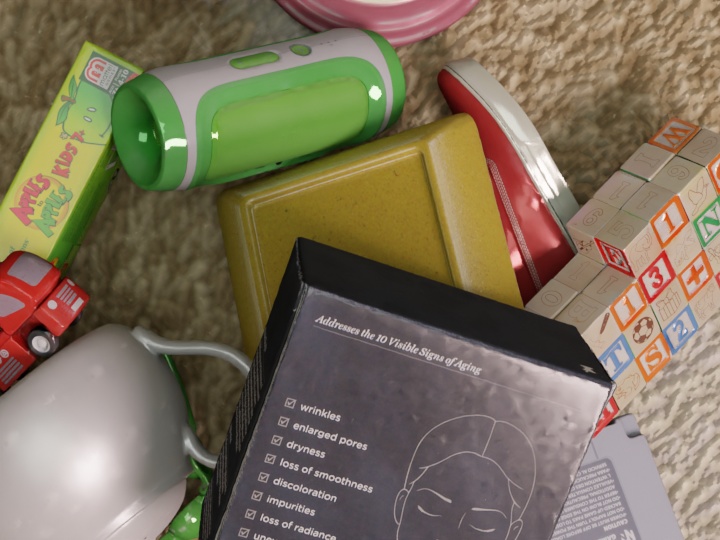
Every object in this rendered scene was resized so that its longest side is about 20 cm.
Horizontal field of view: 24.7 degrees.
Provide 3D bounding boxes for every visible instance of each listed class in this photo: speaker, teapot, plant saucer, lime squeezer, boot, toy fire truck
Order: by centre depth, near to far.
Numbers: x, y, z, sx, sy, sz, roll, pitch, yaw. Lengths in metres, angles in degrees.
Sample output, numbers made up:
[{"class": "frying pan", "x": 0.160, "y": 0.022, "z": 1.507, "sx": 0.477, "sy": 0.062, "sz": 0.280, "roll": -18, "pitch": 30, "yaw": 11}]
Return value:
[{"class": "toy fire truck", "x": -0.289, "y": 0.038, "z": 1.101, "sx": 0.141, "sy": 0.049, "sz": 0.200, "roll": 42, "pitch": 121, "yaw": -9}, {"class": "teapot", "x": -0.181, "y": 0.140, "z": 1.114, "sx": 0.146, "sy": 0.200, "sz": 0.197, "roll": 49, "pitch": 51, "yaw": 4}, {"class": "plant saucer", "x": 0.000, "y": 0.000, "z": 1.126, "sx": 0.200, "sy": 0.048, "sz": 0.200, "roll": -17, "pitch": 69, "yaw": 12}, {"class": "speaker", "x": -0.068, "y": -0.113, "z": 1.139, "sx": 0.200, "sy": 0.088, "sz": 0.089, "roll": -18, "pitch": 90, "yaw": -33}, {"class": "boot", "x": 0.076, "y": -0.041, "z": 1.191, "sx": 0.144, "sy": 0.072, "sz": 0.200, "roll": -31, "pitch": 94, "yaw": 1}, {"class": "plant saucer", "x": 0.013, "y": -0.265, "z": 1.198, "sx": 0.200, "sy": 0.051, "sz": 0.201, "roll": 0, "pitch": 89, "yaw": -1}, {"class": "lime squeezer", "x": -0.136, "y": 0.152, "z": 1.210, "sx": 0.071, "sy": 0.038, "sz": 0.200, "roll": 11, "pitch": 91, "yaw": 30}]

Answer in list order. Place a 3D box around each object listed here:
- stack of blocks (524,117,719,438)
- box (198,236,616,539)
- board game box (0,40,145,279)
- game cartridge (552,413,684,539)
[{"class": "stack of blocks", "x": 0.191, "y": 0.005, "z": 1.147, "sx": 0.200, "sy": 0.059, "sz": 0.115, "roll": -44, "pitch": 131, "yaw": -13}, {"class": "box", "x": 0.023, "y": 0.111, "z": 1.021, "sx": 0.200, "sy": 0.124, "sz": 0.197, "roll": 18, "pitch": 104, "yaw": -9}, {"class": "board game box", "x": -0.213, "y": -0.058, "z": 1.168, "sx": 0.048, "sy": 0.102, "sz": 0.200, "roll": 27, "pitch": 90, "yaw": 1}, {"class": "game cartridge", "x": 0.123, "y": 0.192, "z": 1.143, "sx": 0.200, "sy": 0.040, "sz": 0.134, "roll": -17, "pitch": 76, "yaw": -13}]
